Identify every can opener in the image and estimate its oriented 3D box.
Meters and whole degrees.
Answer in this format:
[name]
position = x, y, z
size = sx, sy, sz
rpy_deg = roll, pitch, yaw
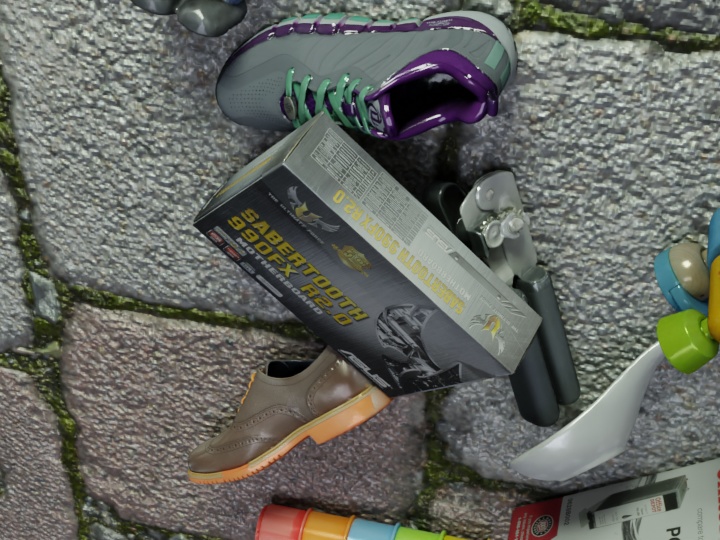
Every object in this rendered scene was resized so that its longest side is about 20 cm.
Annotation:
[can opener]
position = 0.104, 0.018, 0.761
size = 0.066, 0.053, 0.201
rpy_deg = 13, 134, 51

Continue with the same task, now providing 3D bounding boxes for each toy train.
[toy train]
position = 0.223, 0.027, 0.634
size = 0.085, 0.200, 0.116
rpy_deg = 42, 129, -15

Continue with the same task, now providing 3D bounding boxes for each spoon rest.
[spoon rest]
position = 0.191, 0.091, 0.765
size = 0.199, 0.099, 0.061
rpy_deg = -29, 78, 19

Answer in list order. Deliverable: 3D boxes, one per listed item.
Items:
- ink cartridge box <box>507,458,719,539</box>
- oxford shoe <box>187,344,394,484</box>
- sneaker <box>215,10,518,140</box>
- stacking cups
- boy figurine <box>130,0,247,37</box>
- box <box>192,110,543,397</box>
[ink cartridge box]
position = 0.210, 0.230, 0.810
size = 0.199, 0.147, 0.083
rpy_deg = -21, 114, 26
[oxford shoe]
position = -0.068, 0.110, 0.864
size = 0.200, 0.071, 0.073
rpy_deg = -29, 93, 25
[sneaker]
position = -0.007, -0.113, 0.668
size = 0.199, 0.088, 0.075
rpy_deg = -6, 122, 19
[stacking cups]
position = 0.009, 0.242, 0.930
size = 0.199, 0.061, 0.061
rpy_deg = 7, 125, 13
[boy figurine]
position = -0.069, -0.233, 0.620
size = 0.124, 0.065, 0.200
rpy_deg = 27, 130, -1
[box]
position = 0.000, 0.000, 0.729
size = 0.200, 0.048, 0.158
rpy_deg = 42, 153, -15
